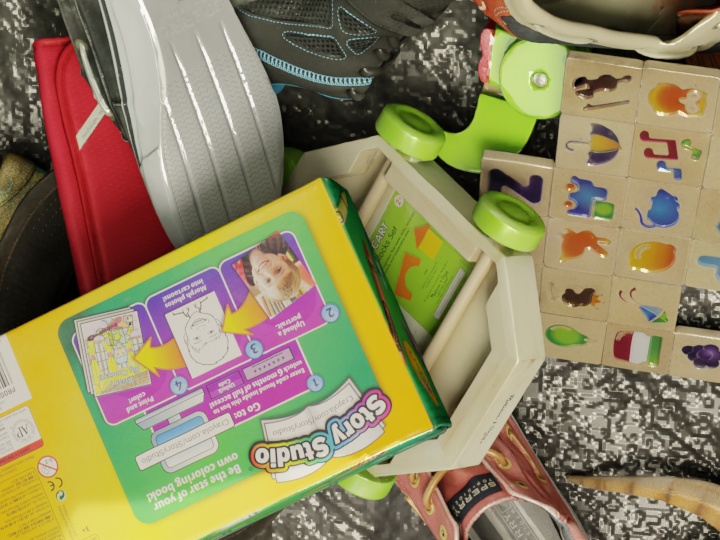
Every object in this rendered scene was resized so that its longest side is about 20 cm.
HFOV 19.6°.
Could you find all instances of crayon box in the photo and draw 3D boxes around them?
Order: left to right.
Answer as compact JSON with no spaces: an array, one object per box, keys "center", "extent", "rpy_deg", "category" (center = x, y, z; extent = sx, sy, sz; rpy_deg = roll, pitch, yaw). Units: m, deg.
[{"center":[-0.074,0.057,0.908],"extent":[0.199,0.058,0.120],"rpy_deg":[-25,82,5],"category":"crayon box"}]

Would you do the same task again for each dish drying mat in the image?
[{"center":[-0.099,-0.017,0.980],"extent":[0.076,0.018,0.202],"rpy_deg":[-9,80,-23],"category":"dish drying mat"}]

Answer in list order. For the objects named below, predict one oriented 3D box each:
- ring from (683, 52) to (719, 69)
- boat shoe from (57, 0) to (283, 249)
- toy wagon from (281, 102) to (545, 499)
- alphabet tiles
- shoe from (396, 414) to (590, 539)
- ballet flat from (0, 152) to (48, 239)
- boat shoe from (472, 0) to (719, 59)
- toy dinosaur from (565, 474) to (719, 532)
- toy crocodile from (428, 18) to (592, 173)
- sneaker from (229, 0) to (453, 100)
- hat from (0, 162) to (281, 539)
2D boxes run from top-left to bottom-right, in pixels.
[{"center":[0.242,-0.127,0.949],"extent":[0.199,0.019,0.202],"rpy_deg":[3,107,9],"category":"ring"},{"center":[-0.091,-0.096,0.957],"extent":[0.071,0.072,0.202],"rpy_deg":[5,114,52],"category":"boat shoe"},{"center":[0.000,0.000,0.970],"extent":[0.200,0.039,0.156],"rpy_deg":[45,118,30],"category":"toy wagon"},{"center":[0.135,-0.019,0.955],"extent":[0.166,0.008,0.201],"rpy_deg":[9,139,7],"category":"alphabet tiles"},{"center":[0.048,0.090,1.004],"extent":[0.071,0.091,0.201],"rpy_deg":[-38,97,2],"category":"shoe"},{"center":[-0.200,0.035,1.059],"extent":[0.070,0.071,0.201],"rpy_deg":[31,110,0],"category":"ballet flat"},{"center":[0.132,-0.123,0.880],"extent":[0.199,0.063,0.072],"rpy_deg":[-1,111,-29],"category":"boat shoe"},{"center":[0.208,0.131,1.014],"extent":[0.199,0.060,0.106],"rpy_deg":[36,111,-2],"category":"toy dinosaur"},{"center":[0.086,-0.135,0.949],"extent":[0.061,0.068,0.201],"rpy_deg":[19,110,4],"category":"toy crocodile"},{"center":[0.007,-0.126,0.953],"extent":[0.199,0.073,0.082],"rpy_deg":[-6,115,39],"category":"sneaker"},{"center":[-0.111,0.044,1.026],"extent":[0.201,0.200,0.081],"rpy_deg":[55,151,-9],"category":"hat"}]
